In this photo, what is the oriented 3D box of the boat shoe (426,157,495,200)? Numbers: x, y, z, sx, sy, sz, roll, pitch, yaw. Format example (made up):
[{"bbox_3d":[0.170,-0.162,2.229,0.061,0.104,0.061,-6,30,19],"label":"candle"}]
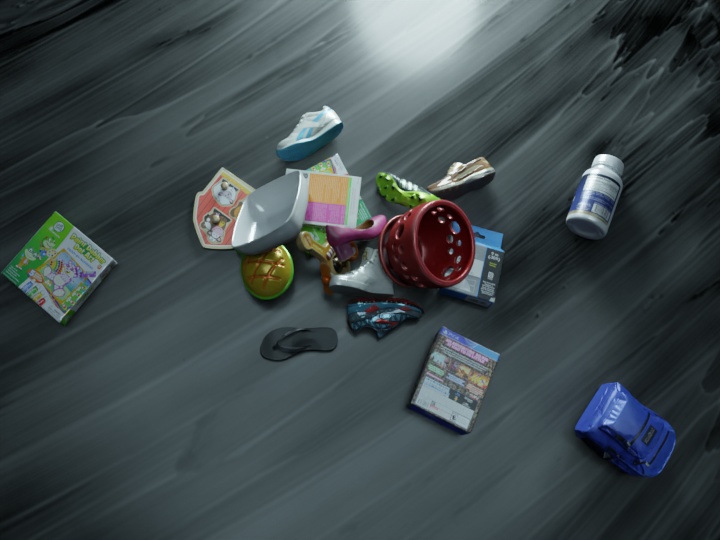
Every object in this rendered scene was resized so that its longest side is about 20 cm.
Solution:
[{"bbox_3d":[0.258,-0.243,1.853,0.195,0.076,0.073,-20,69,-14],"label":"boat shoe"}]

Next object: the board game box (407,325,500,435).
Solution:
[{"bbox_3d":[0.223,0.267,1.698,0.156,0.097,0.204,25,75,4],"label":"board game box"}]

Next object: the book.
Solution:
[{"bbox_3d":[-0.101,-0.178,1.782,0.193,0.048,0.138,7,79,0],"label":"book"}]

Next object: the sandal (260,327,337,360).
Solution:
[{"bbox_3d":[-0.153,0.171,1.729,0.194,0.043,0.078,-10,76,-6],"label":"sandal"}]

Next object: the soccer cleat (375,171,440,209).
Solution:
[{"bbox_3d":[0.120,-0.201,1.817,0.080,0.069,0.198,-11,34,-44],"label":"soccer cleat"}]

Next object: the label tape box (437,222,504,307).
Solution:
[{"bbox_3d":[0.289,-0.026,1.797,0.140,0.063,0.206,15,75,0],"label":"label tape box"}]

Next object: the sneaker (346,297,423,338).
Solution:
[{"bbox_3d":[0.061,0.119,1.752,0.193,0.079,0.099,1,98,-4],"label":"sneaker"}]

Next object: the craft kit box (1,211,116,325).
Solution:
[{"bbox_3d":[-0.743,-0.006,1.736,0.198,0.049,0.199,36,73,6],"label":"craft kit box"}]

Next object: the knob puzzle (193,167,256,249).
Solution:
[{"bbox_3d":[-0.346,-0.144,1.809,0.212,0.031,0.227,1,76,-3],"label":"knob puzzle"}]

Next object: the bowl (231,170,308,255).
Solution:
[{"bbox_3d":[-0.206,-0.126,1.683,0.196,0.075,0.204,-22,39,28],"label":"bowl"}]

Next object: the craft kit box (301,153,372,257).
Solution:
[{"bbox_3d":[-0.098,-0.170,1.824,0.194,0.049,0.203,-29,78,-7],"label":"craft kit box"}]

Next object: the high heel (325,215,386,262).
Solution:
[{"bbox_3d":[-0.007,-0.111,1.719,0.200,0.066,0.098,-44,119,-42],"label":"high heel"}]

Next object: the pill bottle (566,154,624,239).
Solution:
[{"bbox_3d":[0.620,-0.195,1.837,0.109,0.111,0.204,24,75,4],"label":"pill bottle"}]

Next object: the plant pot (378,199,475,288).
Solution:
[{"bbox_3d":[0.153,-0.053,1.703,0.196,0.181,0.207,6,78,-32],"label":"plant pot"}]

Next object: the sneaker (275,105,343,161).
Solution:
[{"bbox_3d":[-0.144,-0.361,1.861,0.197,0.077,0.082,-31,70,-17],"label":"sneaker"}]

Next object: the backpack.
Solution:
[{"bbox_3d":[0.636,0.390,1.657,0.199,0.168,0.164,39,83,3],"label":"backpack"}]

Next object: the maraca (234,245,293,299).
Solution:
[{"bbox_3d":[-0.240,-0.022,1.745,0.134,0.107,0.204,-26,67,-2],"label":"maraca"}]

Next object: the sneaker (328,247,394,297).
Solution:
[{"bbox_3d":[0.000,0.000,1.733,0.196,0.073,0.120,8,75,-42],"label":"sneaker"}]

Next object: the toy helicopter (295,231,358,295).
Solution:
[{"bbox_3d":[-0.090,-0.028,1.707,0.077,0.199,0.136,-9,62,35],"label":"toy helicopter"}]
